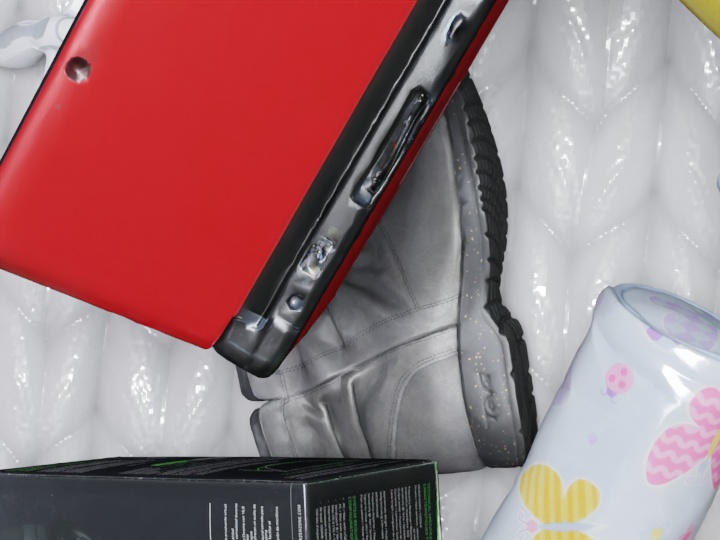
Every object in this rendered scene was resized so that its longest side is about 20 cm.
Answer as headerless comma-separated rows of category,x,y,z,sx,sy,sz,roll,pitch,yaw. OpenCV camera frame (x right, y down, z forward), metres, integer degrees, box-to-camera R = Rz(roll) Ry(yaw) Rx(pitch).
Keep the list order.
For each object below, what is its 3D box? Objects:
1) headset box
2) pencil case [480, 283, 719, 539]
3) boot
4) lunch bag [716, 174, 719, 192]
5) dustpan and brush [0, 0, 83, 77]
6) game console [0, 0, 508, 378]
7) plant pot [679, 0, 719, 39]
headset box,-0.069,0.168,0.757,0.199,0.093,0.175,-5,87,36
pencil case,0.101,0.104,0.752,0.083,0.091,0.201,33,104,30
boot,0.000,0.000,0.798,0.131,0.070,0.201,-8,83,14
lunch bag,0.257,0.000,0.655,0.199,0.127,0.170,-25,52,6
dustpan and brush,-0.112,-0.102,0.779,0.057,0.200,0.140,24,76,-22
game console,-0.030,-0.076,0.678,0.118,0.172,0.200,32,103,2
plant pot,0.177,-0.168,0.649,0.200,0.200,0.177,-34,105,14
